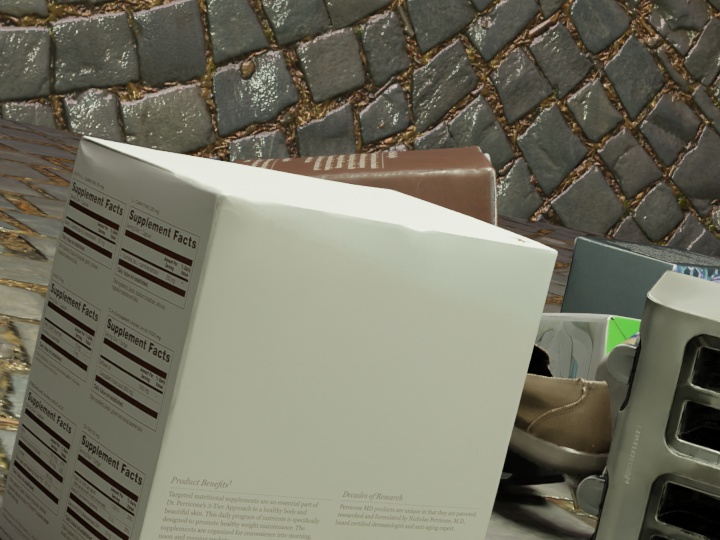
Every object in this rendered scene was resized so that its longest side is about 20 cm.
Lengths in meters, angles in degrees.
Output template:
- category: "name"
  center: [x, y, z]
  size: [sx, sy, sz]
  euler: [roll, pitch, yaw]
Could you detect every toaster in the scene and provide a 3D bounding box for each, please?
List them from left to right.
- category: "toaster"
  center: [0.233, 0.114, 1.049]
  size: [0.200, 0.181, 0.119]
  euler: [16, 13, 19]

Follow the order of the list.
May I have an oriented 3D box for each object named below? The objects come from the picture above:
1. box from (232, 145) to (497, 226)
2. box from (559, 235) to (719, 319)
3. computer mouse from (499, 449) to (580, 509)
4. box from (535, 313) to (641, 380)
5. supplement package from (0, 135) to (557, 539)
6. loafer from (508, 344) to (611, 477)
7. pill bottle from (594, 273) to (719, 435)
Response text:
- category: "box"
  center: [0.000, 0.000, 1.357]
  size: [0.199, 0.165, 0.166]
  euler: [-3, 8, 2]
- category: "box"
  center: [0.274, 0.056, 1.689]
  size: [0.107, 0.149, 0.200]
  euler: [18, 9, 37]
- category: "computer mouse"
  center: [0.103, 0.135, 1.206]
  size: [0.200, 0.046, 0.140]
  euler: [17, 9, -21]
- category: "box"
  center: [0.222, 0.089, 1.416]
  size: [0.200, 0.097, 0.176]
  euler: [10, -5, -25]
- category: "supplement package"
  center: [-0.043, 0.058, 0.871]
  size: [0.191, 0.201, 0.147]
  euler: [9, 8, -35]
- category: "loafer"
  center: [0.093, 0.068, 1.199]
  size: [0.200, 0.071, 0.073]
  euler: [26, 10, 40]
- category: "pill bottle"
  center: [0.272, 0.059, 1.276]
  size: [0.200, 0.120, 0.120]
  euler: [-33, 30, -23]
